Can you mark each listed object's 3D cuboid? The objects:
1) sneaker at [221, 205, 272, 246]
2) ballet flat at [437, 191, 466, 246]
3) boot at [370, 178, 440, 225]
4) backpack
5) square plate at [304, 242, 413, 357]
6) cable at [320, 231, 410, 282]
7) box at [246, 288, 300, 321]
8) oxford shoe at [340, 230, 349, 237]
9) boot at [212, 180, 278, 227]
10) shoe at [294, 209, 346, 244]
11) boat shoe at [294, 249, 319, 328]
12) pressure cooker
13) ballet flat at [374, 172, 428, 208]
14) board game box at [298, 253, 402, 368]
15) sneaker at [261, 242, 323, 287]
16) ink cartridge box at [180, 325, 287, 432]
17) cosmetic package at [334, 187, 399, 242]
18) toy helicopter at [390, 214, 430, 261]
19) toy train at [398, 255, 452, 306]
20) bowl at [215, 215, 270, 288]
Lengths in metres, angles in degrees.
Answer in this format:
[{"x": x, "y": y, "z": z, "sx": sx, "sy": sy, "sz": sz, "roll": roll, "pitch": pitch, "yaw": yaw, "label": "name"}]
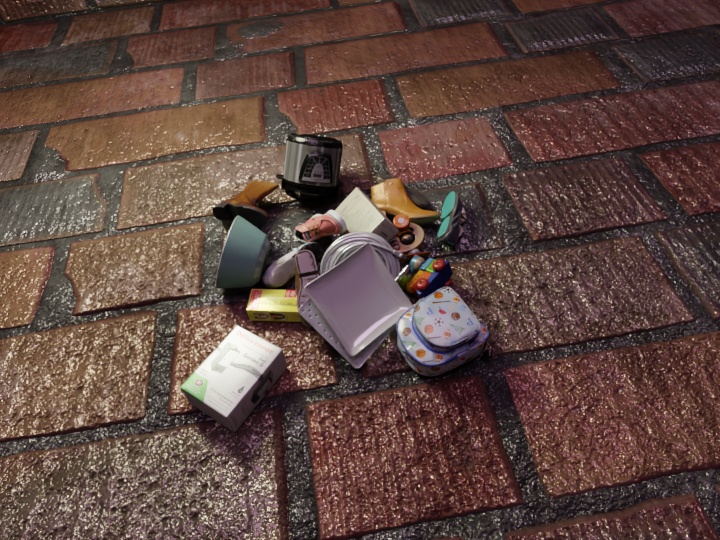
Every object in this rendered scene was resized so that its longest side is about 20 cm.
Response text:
[{"x": -0.308, "y": -0.134, "z": 1.584, "sx": 0.200, "sy": 0.075, "sz": 0.106, "roll": 31, "pitch": 58, "yaw": 29, "label": "sneaker"}, {"x": 0.266, "y": -0.142, "z": 1.549, "sx": 0.073, "sy": 0.073, "sz": 0.200, "roll": 8, "pitch": 47, "yaw": 12, "label": "ballet flat"}, {"x": 0.129, "y": -0.203, "z": 1.580, "sx": 0.200, "sy": 0.071, "sz": 0.145, "roll": -6, "pitch": 73, "yaw": 9, "label": "boot"}, {"x": 0.181, "y": 0.147, "z": 1.258, "sx": 0.190, "sy": 0.154, "sz": 0.200, "roll": -32, "pitch": 56, "yaw": -8, "label": "backpack"}, {"x": -0.003, "y": 0.068, "z": 1.283, "sx": 0.200, "sy": 0.028, "sz": 0.198, "roll": -35, "pitch": 91, "yaw": -19, "label": "square plate"}, {"x": 0.000, "y": 0.000, "z": 1.375, "sx": 0.200, "sy": 0.069, "sz": 0.200, "roll": 35, "pitch": 95, "yaw": -5, "label": "cable"}, {"x": -0.187, "y": 0.090, "z": 1.397, "sx": 0.199, "sy": 0.050, "sz": 0.075, "roll": 2, "pitch": 50, "yaw": 7, "label": "box"}, {"x": -0.041, "y": -0.053, "z": 1.496, "sx": 0.075, "sy": 0.070, "sz": 0.200, "roll": -37, "pitch": 33, "yaw": 15, "label": "oxford shoe"}, {"x": -0.301, "y": -0.199, "z": 1.585, "sx": 0.188, "sy": 0.069, "sz": 0.200, "roll": 5, "pitch": 33, "yaw": 30, "label": "boot"}, {"x": -0.115, "y": -0.113, "z": 1.508, "sx": 0.091, "sy": 0.072, "sz": 0.200, "roll": -38, "pitch": 19, "yaw": -20, "label": "shoe"}, {"x": -0.126, "y": 0.051, "z": 1.351, "sx": 0.072, "sy": 0.068, "sz": 0.201, "roll": -2, "pitch": 70, "yaw": -9, "label": "boat shoe"}, {"x": -0.145, "y": -0.305, "z": 1.642, "sx": 0.175, "sy": 0.201, "sz": 0.178, "roll": 20, "pitch": 20, "yaw": 28, "label": "pressure cooker"}, {"x": 0.122, "y": -0.238, "z": 1.658, "sx": 0.200, "sy": 0.046, "sz": 0.067, "roll": 34, "pitch": 29, "yaw": 23, "label": "ballet flat"}, {"x": -0.016, "y": 0.097, "z": 1.303, "sx": 0.200, "sy": 0.026, "sz": 0.200, "roll": 45, "pitch": 72, "yaw": -5, "label": "board game box"}, {"x": -0.188, "y": -0.021, "z": 1.485, "sx": 0.200, "sy": 0.072, "sz": 0.072, "roll": -35, "pitch": 28, "yaw": -31, "label": "sneaker"}, {"x": -0.288, "y": 0.244, "z": 1.252, "sx": 0.146, "sy": 0.084, "sz": 0.200, "roll": 23, "pitch": 55, "yaw": 22, "label": "ink cartridge box"}, {"x": 0.014, "y": -0.137, "z": 1.510, "sx": 0.105, "sy": 0.071, "sz": 0.200, "roll": -45, "pitch": 40, "yaw": 10, "label": "cosmetic package"}, {"x": 0.103, "y": -0.049, "z": 1.491, "sx": 0.132, "sy": 0.079, "sz": 0.200, "roll": 38, "pitch": 73, "yaw": 21, "label": "toy helicopter"}, {"x": 0.137, "y": 0.047, "z": 1.396, "sx": 0.116, "sy": 0.085, "sz": 0.200, "roll": 24, "pitch": 63, "yaw": 43, "label": "toy train"}, {"x": -0.305, "y": -0.037, "z": 1.444, "sx": 0.105, "sy": 0.201, "sz": 0.201, "roll": 15, "pitch": 50, "yaw": -6, "label": "bowl"}]
